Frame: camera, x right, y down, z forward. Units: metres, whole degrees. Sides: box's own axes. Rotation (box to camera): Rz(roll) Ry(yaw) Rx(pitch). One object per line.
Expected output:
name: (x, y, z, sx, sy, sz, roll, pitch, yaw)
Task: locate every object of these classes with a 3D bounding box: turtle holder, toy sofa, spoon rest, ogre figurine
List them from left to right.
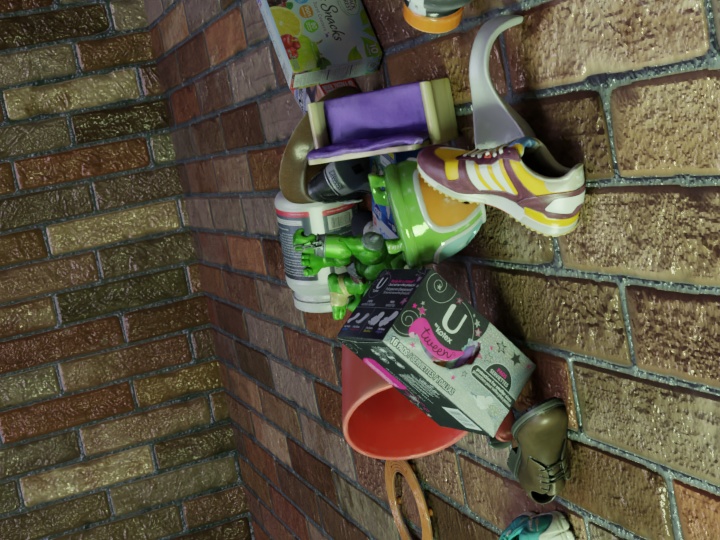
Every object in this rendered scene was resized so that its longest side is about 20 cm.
ogre figurine: (0.000, 0.000, 1.613, 0.201, 0.119, 0.098, 64, -150, -31)
toy sofa: (0.020, -0.195, 1.569, 0.199, 0.097, 0.083, -4, 99, 37)
turtle holder: (0.090, -0.067, 1.524, 0.186, 0.131, 0.142, 72, -178, -54)
spoon rest: (0.157, -0.182, 1.346, 0.099, 0.060, 0.201, 15, 116, 56)

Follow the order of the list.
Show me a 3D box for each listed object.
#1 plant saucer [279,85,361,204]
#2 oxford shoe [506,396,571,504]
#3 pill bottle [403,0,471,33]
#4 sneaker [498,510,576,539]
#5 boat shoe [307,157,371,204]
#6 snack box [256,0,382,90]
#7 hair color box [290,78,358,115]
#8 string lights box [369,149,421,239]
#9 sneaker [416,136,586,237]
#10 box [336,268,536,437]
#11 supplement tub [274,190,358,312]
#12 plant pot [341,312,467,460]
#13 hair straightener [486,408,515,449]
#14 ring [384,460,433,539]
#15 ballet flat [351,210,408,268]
plant saucer: (-0.044, -0.182, 1.816, 0.034, 0.200, 0.201, 33, 142, 24)
oxford shoe: (0.225, 0.217, 1.428, 0.200, 0.072, 0.085, 81, 164, -55)
pill bottle: (0.092, -0.369, 1.352, 0.201, 0.106, 0.107, 96, 154, -46)
sneaker: (0.208, 0.353, 1.553, 0.200, 0.079, 0.078, 117, 137, -65)
boat shoe: (-0.021, -0.132, 1.777, 0.074, 0.068, 0.199, 60, -157, -3)
snack box: (-0.066, -0.375, 1.786, 0.053, 0.141, 0.201, 110, 142, -62)
hair color box: (-0.055, -0.284, 1.952, 0.111, 0.064, 0.200, 96, 153, -45)
string lights box: (0.058, -0.134, 1.708, 0.103, 0.059, 0.201, -132, 33, -56)
sneaker: (0.154, -0.115, 1.306, 0.199, 0.075, 0.091, 23, 130, 22)
box: (0.096, 0.099, 1.488, 0.200, 0.115, 0.132, 41, 162, -21)
supplement tub: (-0.065, -0.044, 2.024, 0.140, 0.139, 0.201, -145, 46, -65)
plant pot: (0.057, 0.144, 1.722, 0.201, 0.199, 0.178, 98, 165, -49)
hair straightener: (0.159, 0.149, 1.622, 0.077, 0.041, 0.201, 111, 143, -60)
ring: (0.088, 0.410, 2.078, 0.200, 0.019, 0.202, 166, 90, -73)
ballet flat: (0.047, -0.024, 1.808, 0.201, 0.073, 0.073, 62, 158, 24)
